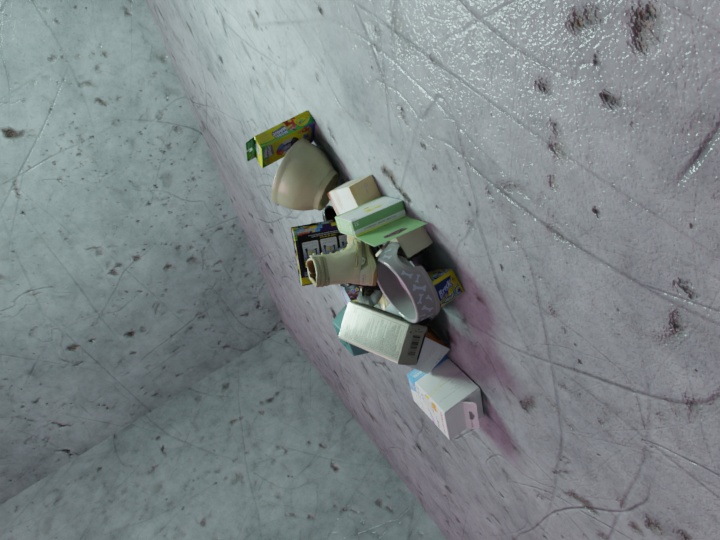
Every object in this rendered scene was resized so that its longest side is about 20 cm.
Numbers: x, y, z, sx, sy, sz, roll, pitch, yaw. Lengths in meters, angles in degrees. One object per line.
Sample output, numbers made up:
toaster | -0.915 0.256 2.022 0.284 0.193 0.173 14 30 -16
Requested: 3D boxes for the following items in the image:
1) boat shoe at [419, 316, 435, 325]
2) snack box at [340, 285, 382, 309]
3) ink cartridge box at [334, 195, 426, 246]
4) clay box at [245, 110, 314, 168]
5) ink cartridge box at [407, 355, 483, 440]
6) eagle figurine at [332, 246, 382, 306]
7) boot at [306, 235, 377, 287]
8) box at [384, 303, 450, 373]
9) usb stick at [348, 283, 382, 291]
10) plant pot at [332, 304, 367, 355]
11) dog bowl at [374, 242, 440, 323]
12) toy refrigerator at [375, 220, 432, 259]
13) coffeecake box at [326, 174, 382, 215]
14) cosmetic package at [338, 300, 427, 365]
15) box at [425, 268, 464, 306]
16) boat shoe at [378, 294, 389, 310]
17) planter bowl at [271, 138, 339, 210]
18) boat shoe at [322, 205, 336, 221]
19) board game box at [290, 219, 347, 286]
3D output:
boat shoe | 0.120 0.058 1.683 0.200 0.068 0.073 52 -164 10
snack box | 0.043 0.098 1.820 0.201 0.141 0.053 -121 24 -43
ink cartridge box | 0.044 -0.118 1.486 0.200 0.144 0.048 25 136 63
clay box | -0.224 -0.359 1.780 0.048 0.199 0.115 55 164 12
ink cartridge box | 0.242 0.350 1.758 0.200 0.124 0.129 43 158 46
eagle figurine | 0.003 -0.007 1.728 0.151 0.152 0.200 33 -176 -12
boot | -0.052 -0.030 1.497 0.201 0.153 0.073 -108 18 -49
box | 0.131 0.183 1.696 0.125 0.098 0.199 48 -169 35
usb stick | 0.007 0.017 1.573 0.033 0.198 0.056 -50 36 44
plant pot | 0.027 0.156 1.935 0.141 0.199 0.142 39 155 51
dog bowl | 0.100 0.034 1.483 0.201 0.058 0.201 50 162 23
toy refrigerator | 0.101 -0.055 1.556 0.070 0.075 0.200 58 165 4
coffeecake box | -0.001 -0.159 1.685 0.155 0.073 0.200 63 164 -11
cosmetic package | 0.054 0.153 1.573 0.199 0.105 0.087 20 -176 39
box | 0.166 0.040 1.536 0.065 0.070 0.200 61 164 -8
boat shoe | 0.057 0.062 1.776 0.201 0.069 0.074 -98 -19 -50
planter bowl | -0.143 -0.251 1.795 0.134 0.201 0.201 27 157 9
boat shoe | -0.057 -0.108 1.953 0.201 0.071 0.068 60 169 6
board game box | -0.090 -0.058 1.836 0.057 0.198 0.167 -143 44 -71
